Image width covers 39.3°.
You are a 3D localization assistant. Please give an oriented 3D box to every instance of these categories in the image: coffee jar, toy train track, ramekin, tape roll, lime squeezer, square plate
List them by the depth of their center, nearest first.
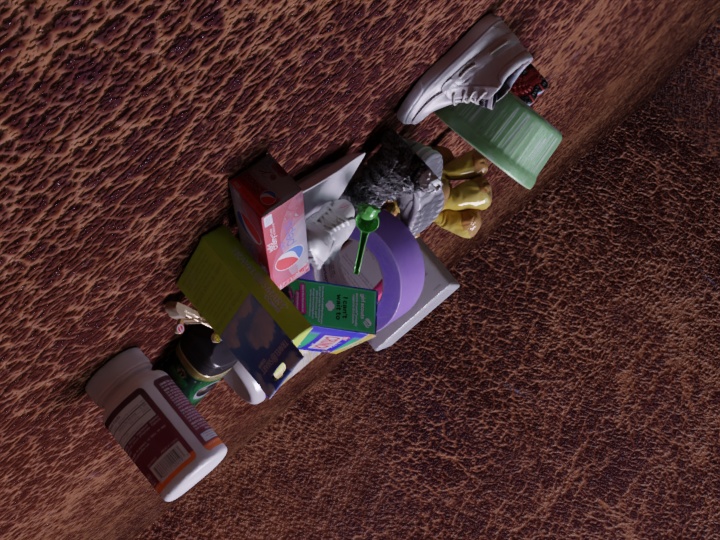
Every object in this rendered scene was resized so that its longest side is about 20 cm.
[{"bbox_3d":[-0.098,-0.078,1.426,0.200,0.028,0.198,-35,168,-38],"label":"square plate"},{"bbox_3d":[-0.199,0.094,1.433,0.114,0.033,0.200,-4,156,40],"label":"toy train track"},{"bbox_3d":[0.003,-0.069,1.469,0.071,0.038,0.200,-57,170,-23],"label":"lime squeezer"},{"bbox_3d":[0.217,-0.227,1.566,0.098,0.200,0.200,-51,169,12],"label":"ramekin"},{"bbox_3d":[-0.281,0.170,1.628,0.200,0.085,0.104,-46,168,26],"label":"coffee jar"},{"bbox_3d":[0.000,0.000,1.663,0.200,0.200,0.085,-48,170,34],"label":"tape roll"}]

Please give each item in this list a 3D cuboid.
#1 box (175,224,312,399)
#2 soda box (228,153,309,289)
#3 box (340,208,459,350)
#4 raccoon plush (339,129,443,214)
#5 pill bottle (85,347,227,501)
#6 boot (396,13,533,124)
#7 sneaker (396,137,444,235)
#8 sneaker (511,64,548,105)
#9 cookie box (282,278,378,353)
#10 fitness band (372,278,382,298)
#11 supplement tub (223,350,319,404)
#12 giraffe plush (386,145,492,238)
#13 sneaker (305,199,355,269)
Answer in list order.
[{"bbox_3d":[-0.145,0.054,1.292,0.048,0.200,0.122,-33,168,-41],"label":"box"},{"bbox_3d":[-0.111,-0.053,1.248,0.063,0.070,0.200,-36,158,-18],"label":"soda box"},{"bbox_3d":[0.055,0.018,1.986,0.200,0.199,0.171,-42,171,10],"label":"box"},{"bbox_3d":[0.032,-0.125,1.468,0.134,0.097,0.200,-43,-167,7],"label":"raccoon plush"},{"bbox_3d":[-0.292,0.215,1.427,0.114,0.200,0.114,-40,171,-8],"label":"pill bottle"},{"bbox_3d":[0.147,-0.257,1.416,0.200,0.096,0.074,-45,170,17],"label":"boot"},{"bbox_3d":[0.088,-0.137,1.638,0.075,0.082,0.201,-32,148,-28],"label":"sneaker"},{"bbox_3d":[0.261,-0.300,1.764,0.096,0.079,0.200,-45,171,32],"label":"sneaker"},{"bbox_3d":[-0.096,0.067,1.503,0.199,0.076,0.171,8,163,-20],"label":"cookie box"},{"bbox_3d":[-0.006,-0.011,1.763,0.037,0.144,0.200,-29,164,-50],"label":"fitness band"},{"bbox_3d":[-0.151,0.118,1.747,0.200,0.146,0.146,-38,170,-21],"label":"supplement tub"},{"bbox_3d":[0.115,-0.141,1.758,0.199,0.174,0.162,-8,174,25],"label":"giraffe plush"},{"bbox_3d":[-0.053,-0.062,1.420,0.100,0.078,0.200,-50,179,7],"label":"sneaker"}]
